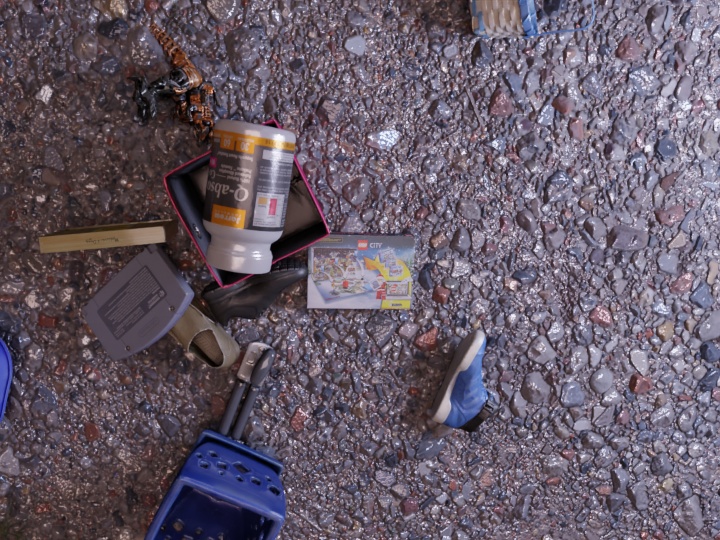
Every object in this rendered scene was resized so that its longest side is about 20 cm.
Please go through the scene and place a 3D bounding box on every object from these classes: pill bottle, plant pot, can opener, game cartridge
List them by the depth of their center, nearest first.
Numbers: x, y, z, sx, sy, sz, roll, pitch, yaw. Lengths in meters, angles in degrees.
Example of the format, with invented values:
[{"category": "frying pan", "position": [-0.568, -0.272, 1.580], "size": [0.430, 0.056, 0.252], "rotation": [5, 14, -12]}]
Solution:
[{"category": "pill bottle", "position": [-0.160, -0.104, 0.890], "size": [0.115, 0.116, 0.203], "rotation": [8, 99, -7]}, {"category": "game cartridge", "position": [-0.389, 0.062, 1.108], "size": [0.199, 0.040, 0.134], "rotation": [-39, 81, 15]}, {"category": "plant pot", "position": [-0.253, 0.420, 1.136], "size": [0.198, 0.180, 0.201], "rotation": [26, 108, -9]}, {"category": "can opener", "position": [-0.215, 0.226, 1.177], "size": [0.052, 0.067, 0.202], "rotation": [22, 103, -8]}]

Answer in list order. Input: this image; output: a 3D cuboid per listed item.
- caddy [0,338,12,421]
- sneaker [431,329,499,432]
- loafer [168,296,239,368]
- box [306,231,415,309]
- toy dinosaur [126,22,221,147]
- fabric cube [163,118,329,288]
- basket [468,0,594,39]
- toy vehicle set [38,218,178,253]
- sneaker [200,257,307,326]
[{"category": "caddy", "position": [-0.690, 0.200, 1.105], "size": [0.140, 0.105, 0.202], "rotation": [19, 99, 14]}, {"category": "sneaker", "position": [0.222, 0.218, 1.206], "size": [0.110, 0.077, 0.202], "rotation": [21, 102, -3]}, {"category": "loafer", "position": [-0.301, 0.104, 1.139], "size": [0.199, 0.067, 0.076], "rotation": [39, 95, -9]}, {"category": "box", "position": [0.000, 0.000, 1.166], "size": [0.197, 0.038, 0.138], "rotation": [1, 100, -6]}, {"category": "toy dinosaur", "position": [-0.312, -0.306, 1.065], "size": [0.135, 0.102, 0.202], "rotation": [-27, 88, -23]}, {"category": "fabric cube", "position": [-0.180, -0.116, 1.046], "size": [0.198, 0.199, 0.198], "rotation": [-26, 103, 0]}, {"category": "basket", "position": [0.279, -0.477, 1.043], "size": [0.198, 0.139, 0.179], "rotation": [-2, 103, 26]}, {"category": "toy vehicle set", "position": [-0.421, -0.060, 1.069], "size": [0.197, 0.124, 0.027], "rotation": [-5, 101, -4]}, {"category": "sneaker", "position": [-0.185, 0.039, 1.145], "size": [0.198, 0.076, 0.092], "rotation": [-18, 108, 8]}]
